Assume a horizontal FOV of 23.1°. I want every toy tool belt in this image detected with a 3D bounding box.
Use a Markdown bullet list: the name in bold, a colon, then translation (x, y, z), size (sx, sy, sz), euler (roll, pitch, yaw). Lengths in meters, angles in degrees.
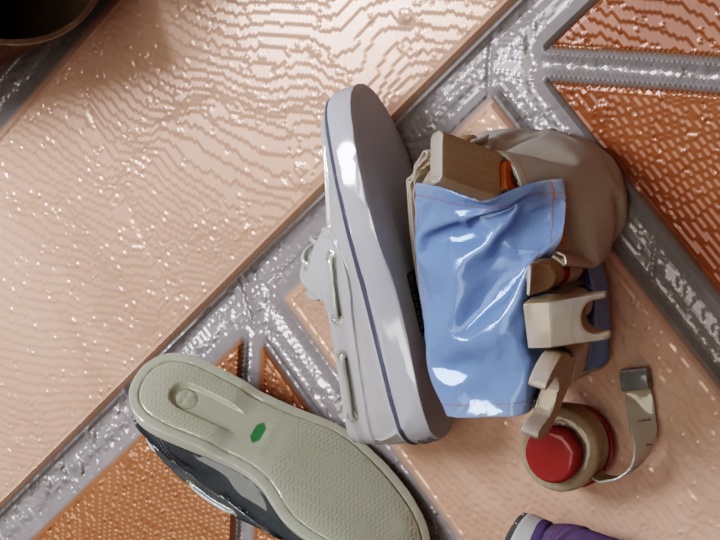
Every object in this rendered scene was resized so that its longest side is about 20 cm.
- **toy tool belt**: translation (0.076, 0.025, 0.904), size (0.124, 0.123, 0.201), euler (-7, 94, 29)

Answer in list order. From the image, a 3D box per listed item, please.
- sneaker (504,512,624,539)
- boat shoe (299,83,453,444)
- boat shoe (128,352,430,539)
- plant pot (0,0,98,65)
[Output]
- **sneaker**: translation (0.109, 0.237, 0.946), size (0.087, 0.076, 0.201), euler (11, 102, 21)
- **boat shoe**: translation (0.000, 0.000, 0.977), size (0.065, 0.072, 0.201), euler (-10, 100, 25)
- **boat shoe**: translation (-0.046, 0.122, 1.029), size (0.200, 0.072, 0.068), euler (31, 147, 15)
- **plant pot**: translation (-0.282, -0.181, 1.058), size (0.200, 0.187, 0.188), euler (-26, 84, 43)
